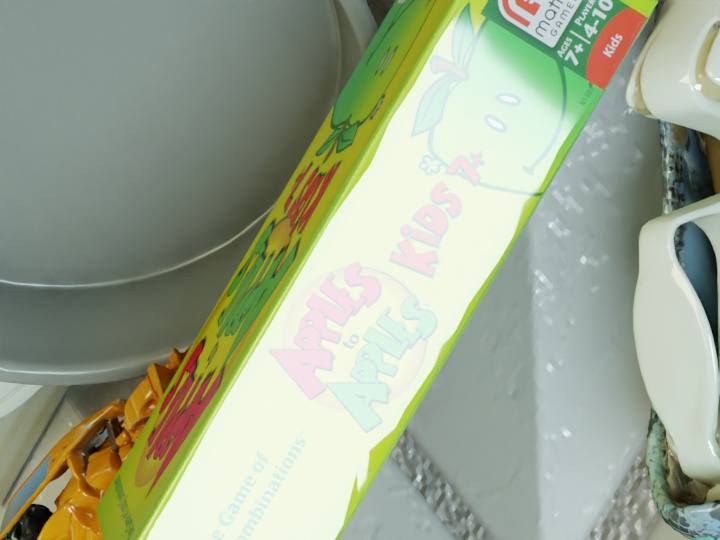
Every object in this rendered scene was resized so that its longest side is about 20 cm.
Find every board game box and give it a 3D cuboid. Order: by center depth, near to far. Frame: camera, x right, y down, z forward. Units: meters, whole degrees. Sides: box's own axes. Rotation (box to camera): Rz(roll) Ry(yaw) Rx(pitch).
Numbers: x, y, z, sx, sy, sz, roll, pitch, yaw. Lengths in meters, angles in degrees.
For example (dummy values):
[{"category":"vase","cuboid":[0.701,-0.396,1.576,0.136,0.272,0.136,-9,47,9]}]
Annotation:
[{"category":"board game box","cuboid":[0.000,0.000,0.815,0.200,0.048,0.102,-59,10,1]}]

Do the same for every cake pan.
[{"category":"cake pan","cuboid":[-0.091,-0.053,0.899,0.200,0.200,0.037,-54,25,29]}]

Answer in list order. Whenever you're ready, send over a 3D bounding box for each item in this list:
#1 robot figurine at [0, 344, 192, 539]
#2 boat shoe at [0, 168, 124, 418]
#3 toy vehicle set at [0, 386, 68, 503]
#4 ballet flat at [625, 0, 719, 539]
[{"category":"robot figurine","cuboid":[-0.084,0.122,0.958,0.200,0.058,0.145,-49,53,32]},{"category":"boat shoe","cuboid":[-0.107,-0.042,0.979,0.062,0.073,0.200,-86,14,-66]},{"category":"toy vehicle set","cuboid":[-0.120,-0.032,1.046,0.200,0.026,0.124,-58,47,26]},{"category":"ballet flat","cuboid":[0.099,-0.023,0.765,0.074,0.074,0.200,-15,73,47]}]
